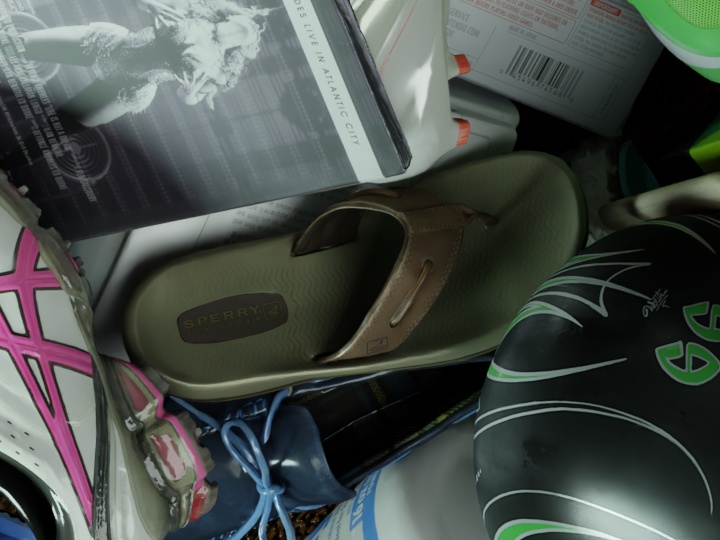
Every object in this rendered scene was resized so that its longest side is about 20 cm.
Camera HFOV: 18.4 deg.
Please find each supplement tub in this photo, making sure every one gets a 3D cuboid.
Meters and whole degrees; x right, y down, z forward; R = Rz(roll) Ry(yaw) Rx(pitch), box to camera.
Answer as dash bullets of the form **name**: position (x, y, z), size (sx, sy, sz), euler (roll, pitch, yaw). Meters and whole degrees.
- **supplement tub**: position (0.023, 0.167, 1.028), size (0.132, 0.132, 0.200), euler (16, 137, -28)

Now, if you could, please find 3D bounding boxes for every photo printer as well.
- **photo printer**: position (-0.042, -0.010, 0.977), size (0.166, 0.069, 0.200), euler (14, 113, -28)

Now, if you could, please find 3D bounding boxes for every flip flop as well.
- **flip flop**: position (0.000, 0.000, 0.904), size (0.200, 0.081, 0.058), euler (-13, 160, -8)

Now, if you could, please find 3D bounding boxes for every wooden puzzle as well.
- **wooden puzzle**: position (0.199, -0.083, 0.922), size (0.200, 0.185, 0.037), euler (-34, 93, -9)

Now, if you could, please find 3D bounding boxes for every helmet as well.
- **helmet**: position (0.137, 0.073, 0.873), size (0.200, 0.191, 0.200), euler (-17, 117, -38)

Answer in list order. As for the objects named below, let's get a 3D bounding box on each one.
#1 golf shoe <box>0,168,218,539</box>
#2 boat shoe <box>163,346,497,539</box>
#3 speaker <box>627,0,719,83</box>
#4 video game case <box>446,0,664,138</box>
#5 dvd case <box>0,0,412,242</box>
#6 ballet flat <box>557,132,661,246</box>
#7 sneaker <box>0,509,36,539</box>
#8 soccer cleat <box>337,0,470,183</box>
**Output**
- **golf shoe**: position (-0.144, 0.034, 0.874), size (0.092, 0.073, 0.200), euler (-35, 87, -26)
- **boat shoe**: position (-0.026, 0.065, 0.941), size (0.200, 0.069, 0.084), euler (-35, 126, 1)
- **speaker**: position (0.119, -0.167, 0.886), size (0.088, 0.088, 0.200), euler (-39, 125, 3)
- **video game case**: position (0.067, -0.171, 0.940), size (0.200, 0.045, 0.182), euler (19, 111, -29)
- **dvd case**: position (-0.095, -0.086, 0.867), size (0.200, 0.016, 0.149), euler (-10, 117, 26)
- **ballet flat**: position (0.142, 0.009, 1.074), size (0.072, 0.072, 0.200), euler (-38, 123, 3)
- **sneaker**: position (-0.167, 0.132, 0.925), size (0.200, 0.066, 0.079), euler (32, 75, -47)
- **soccer cleat**: position (0.000, -0.127, 0.860), size (0.077, 0.069, 0.200), euler (-10, 114, -17)
